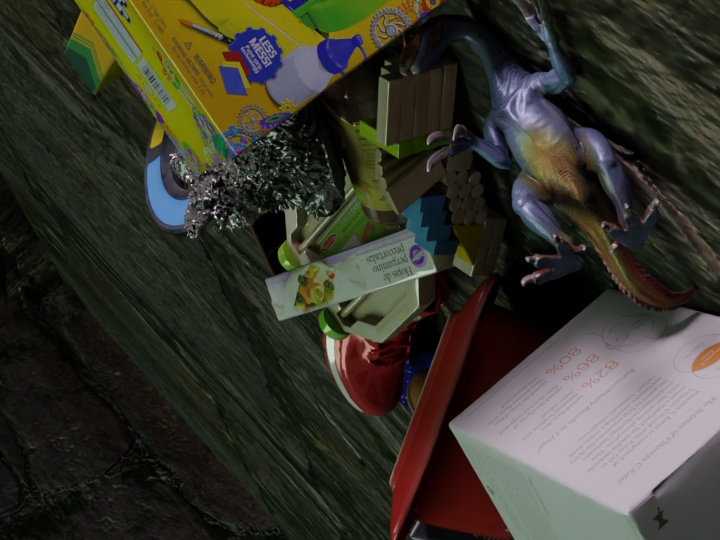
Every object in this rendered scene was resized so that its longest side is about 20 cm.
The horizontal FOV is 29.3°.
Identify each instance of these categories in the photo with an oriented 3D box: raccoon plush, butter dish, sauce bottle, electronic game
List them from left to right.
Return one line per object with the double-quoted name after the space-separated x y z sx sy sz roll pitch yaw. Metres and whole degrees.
-0.126 -0.126 1.166 0.041 0.202 0.199 21 -176 -34 "electronic game"
-0.091 -0.100 0.996 0.201 0.132 0.098 66 -166 -56 "raccoon plush"
0.006 -0.121 0.997 0.065 0.064 0.201 38 157 42 "sauce bottle"
0.114 0.116 0.999 0.146 0.202 0.200 21 -179 7 "butter dish"

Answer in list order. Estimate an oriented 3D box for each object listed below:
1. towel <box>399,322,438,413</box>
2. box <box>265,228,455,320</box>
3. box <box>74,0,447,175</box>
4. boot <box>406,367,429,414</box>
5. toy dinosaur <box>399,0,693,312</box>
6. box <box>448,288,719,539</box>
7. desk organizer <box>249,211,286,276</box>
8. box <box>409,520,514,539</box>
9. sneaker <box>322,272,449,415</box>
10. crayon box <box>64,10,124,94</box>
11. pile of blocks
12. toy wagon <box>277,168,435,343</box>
0.077 0.129 1.351 0.200 0.049 0.148 47 164 22 "towel"
0.000 0.000 1.101 0.199 0.041 0.039 -18 92 46 "box"
-0.068 -0.197 0.806 0.201 0.192 0.122 54 164 -10 "box"
0.110 0.105 1.174 0.199 0.074 0.156 30 154 32 "boot"
0.094 -0.072 0.819 0.200 0.104 0.183 52 -170 -48 "toy dinosaur"
0.176 0.111 0.838 0.107 0.152 0.200 59 164 -21 "box"
-0.077 -0.070 1.282 0.077 0.071 0.201 -110 -2 -48 "desk organizer"
0.163 0.231 1.096 0.198 0.105 0.149 2 133 43 "box"
0.025 0.053 1.227 0.115 0.078 0.202 25 132 52 "sneaker"
-0.188 -0.227 1.211 0.051 0.127 0.200 54 163 -8 "crayon box"
0.040 -0.070 0.970 0.062 0.082 0.201 35 157 45 "pile of blocks"
-0.014 -0.041 1.158 0.201 0.039 0.155 57 136 12 "toy wagon"
